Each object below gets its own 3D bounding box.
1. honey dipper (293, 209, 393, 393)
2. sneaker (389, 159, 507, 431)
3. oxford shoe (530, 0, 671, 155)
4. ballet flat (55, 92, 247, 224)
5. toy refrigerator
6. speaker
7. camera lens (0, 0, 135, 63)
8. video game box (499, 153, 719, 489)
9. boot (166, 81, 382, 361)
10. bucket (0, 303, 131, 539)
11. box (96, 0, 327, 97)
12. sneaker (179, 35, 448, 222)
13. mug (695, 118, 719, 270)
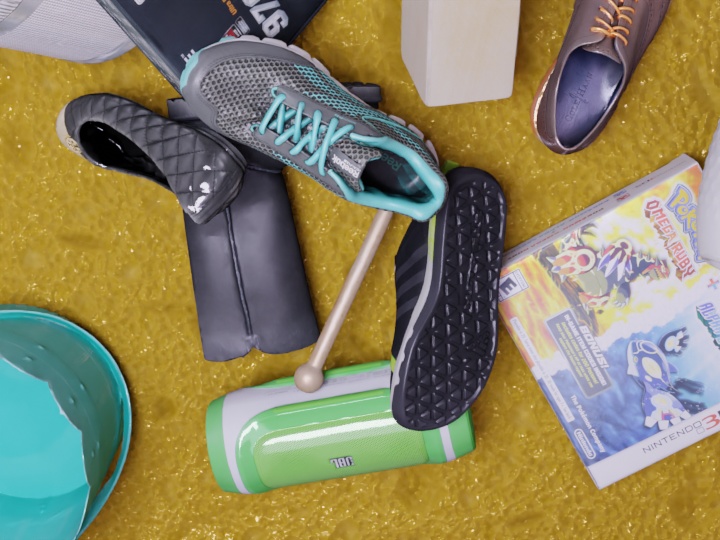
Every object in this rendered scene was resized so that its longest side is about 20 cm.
[{"bbox_3d":[0.000,0.000,0.810,0.038,0.038,0.200,23,92,-3],"label":"honey dipper"},{"bbox_3d":[0.059,0.018,0.801,0.072,0.083,0.201,16,86,-23],"label":"sneaker"},{"bbox_3d":[0.180,-0.173,0.756,0.071,0.073,0.201,17,105,-1],"label":"oxford shoe"},{"bbox_3d":[-0.160,-0.082,0.763,0.057,0.200,0.067,-53,136,-20],"label":"ballet flat"},{"bbox_3d":[0.069,-0.215,0.708,0.070,0.076,0.200,-8,129,-9],"label":"toy refrigerator"},{"bbox_3d":[-0.014,0.120,0.843,0.199,0.088,0.089,-11,104,7],"label":"speaker"},{"bbox_3d":[-0.222,-0.223,0.690,0.160,0.200,0.161,1,92,29],"label":"camera lens"},{"bbox_3d":[0.215,0.043,0.828,0.182,0.047,0.200,-30,101,8],"label":"video game box"},{"bbox_3d":[-0.055,-0.035,0.812,0.164,0.066,0.201,-3,102,13],"label":"boot"},{"bbox_3d":[-0.283,0.128,0.836,0.206,0.135,0.208,1,106,3],"label":"bucket"},{"bbox_3d":[-0.093,-0.208,0.686,0.046,0.200,0.159,35,82,28],"label":"box"},{"bbox_3d":[-0.021,-0.090,0.710,0.200,0.091,0.078,21,105,-24],"label":"sneaker"},{"bbox_3d":[0.323,-0.062,0.740,0.200,0.148,0.176,23,95,-45],"label":"mug"}]
